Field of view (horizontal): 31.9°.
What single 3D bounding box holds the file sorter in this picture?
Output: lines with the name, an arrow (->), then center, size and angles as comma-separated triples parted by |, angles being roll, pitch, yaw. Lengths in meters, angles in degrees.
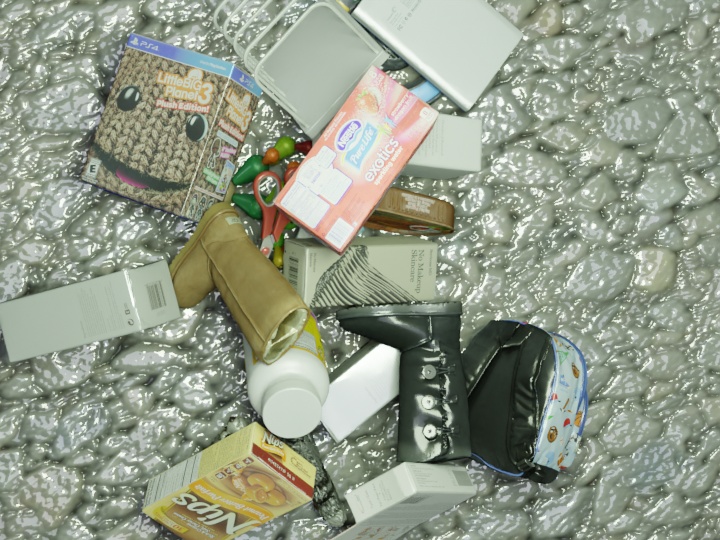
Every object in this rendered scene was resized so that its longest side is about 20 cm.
file sorter -> -0.084, -0.291, 1.574 | 0.139, 0.200, 0.124 | -45, 128, 8

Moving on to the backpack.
backpack -> 0.210, 0.165, 1.645 | 0.153, 0.199, 0.192 | 13, 94, -47

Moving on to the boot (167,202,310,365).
boot -> -0.159, 0.040, 1.563 | 0.066, 0.176, 0.200 | -6, 47, -41

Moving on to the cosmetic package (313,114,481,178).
cosmetic package -> 0.048, -0.166, 1.631 | 0.198, 0.101, 0.075 | 3, 87, -27

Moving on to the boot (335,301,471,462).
boot -> 0.054, 0.143, 1.588 | 0.163, 0.066, 0.202 | -2, 89, 2

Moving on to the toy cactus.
toy cactus -> -0.151, -0.094, 1.664 | 0.164, 0.102, 0.202 | 19, 91, 13

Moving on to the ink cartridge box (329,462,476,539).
ink cartridge box -> 0.035, 0.306, 1.615 | 0.176, 0.200, 0.045 | -33, 67, 18

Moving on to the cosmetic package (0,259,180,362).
cosmetic package -> -0.342, 0.051, 1.588 | 0.198, 0.113, 0.082 | -12, 93, 18

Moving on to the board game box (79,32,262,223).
board game box -> -0.240, -0.177, 1.610 | 0.158, 0.097, 0.202 | 18, 88, 19

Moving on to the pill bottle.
pill bottle -> -0.094, 0.124, 1.596 | 0.103, 0.200, 0.105 | -3, 119, -6

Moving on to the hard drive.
hard drive -> 0.103, -0.326, 1.674 | 0.200, 0.025, 0.132 | 38, 80, -10

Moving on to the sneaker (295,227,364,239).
sneaker -> -0.039, -0.051, 1.673 | 0.081, 0.074, 0.201 | 23, 89, -3

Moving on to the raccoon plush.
raccoon plush -> -0.115, 0.275, 1.664 | 0.133, 0.097, 0.201 | -23, 93, 3

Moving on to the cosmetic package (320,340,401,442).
cosmetic package -> 0.022, 0.134, 1.668 | 0.199, 0.102, 0.074 | -37, 93, -6

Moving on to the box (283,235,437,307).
box -> 0.000, 0.000, 1.640 | 0.198, 0.068, 0.083 | -4, 102, -29

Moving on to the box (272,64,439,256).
box -> -0.006, -0.127, 1.489 | 0.102, 0.095, 0.201 | 35, 88, 1

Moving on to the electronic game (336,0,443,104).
electronic game -> 0.043, -0.309, 1.694 | 0.198, 0.042, 0.202 | 0, 90, -6

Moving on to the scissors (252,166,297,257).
scissors -> -0.112, -0.035, 1.615 | 0.073, 0.014, 0.202 | 2, 106, -25

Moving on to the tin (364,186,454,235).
tin -> 0.037, -0.078, 1.620 | 0.199, 0.111, 0.042 | 12, 84, -41

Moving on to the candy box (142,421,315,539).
candy box -> -0.167, 0.278, 1.603 | 0.199, 0.056, 0.115 | -31, 123, 29
